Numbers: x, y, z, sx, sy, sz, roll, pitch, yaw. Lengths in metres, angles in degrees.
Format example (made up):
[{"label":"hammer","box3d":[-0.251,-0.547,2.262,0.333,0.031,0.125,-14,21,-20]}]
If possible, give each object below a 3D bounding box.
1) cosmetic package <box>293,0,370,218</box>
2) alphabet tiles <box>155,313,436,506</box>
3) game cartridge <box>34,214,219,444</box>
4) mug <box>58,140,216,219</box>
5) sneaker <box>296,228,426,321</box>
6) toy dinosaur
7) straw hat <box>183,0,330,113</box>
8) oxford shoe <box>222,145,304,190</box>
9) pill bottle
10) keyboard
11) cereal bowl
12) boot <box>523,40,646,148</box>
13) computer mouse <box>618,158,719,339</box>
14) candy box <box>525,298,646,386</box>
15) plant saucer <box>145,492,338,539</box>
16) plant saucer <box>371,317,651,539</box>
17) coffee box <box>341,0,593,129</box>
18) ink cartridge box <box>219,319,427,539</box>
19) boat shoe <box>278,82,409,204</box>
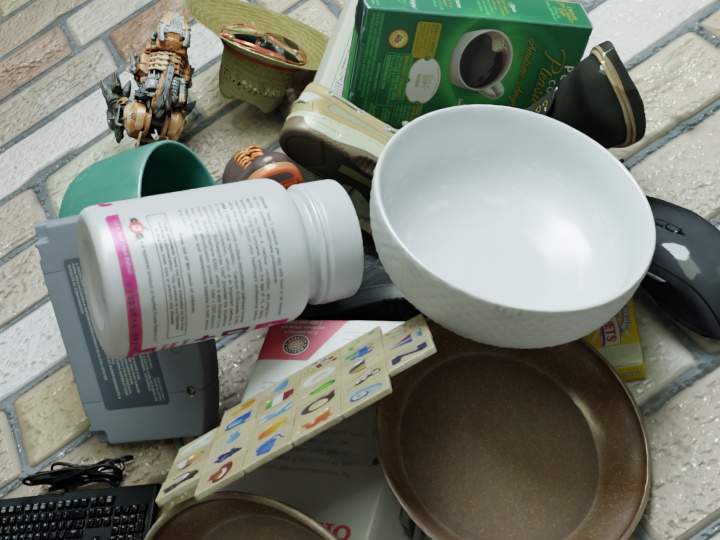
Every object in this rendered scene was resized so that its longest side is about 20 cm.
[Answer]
[{"label":"cosmetic package","box3d":[0.004,-0.162,1.001,0.073,0.103,0.201,-50,18,54]},{"label":"alphabet tiles","box3d":[-0.041,0.088,0.695,0.199,0.006,0.166,-29,9,3]},{"label":"game cartridge","box3d":[-0.191,0.046,0.892,0.132,0.202,0.042,-9,13,17]},{"label":"mug","box3d":[-0.207,-0.020,0.966,0.113,0.152,0.186,-13,47,22]},{"label":"sneaker","box3d":[0.001,0.002,0.906,0.198,0.060,0.105,-9,54,25]},{"label":"toy dinosaur","box3d":[-0.222,-0.166,1.103,0.201,0.102,0.136,-58,22,-1]},{"label":"straw hat","box3d":[-0.110,-0.216,1.123,0.201,0.199,0.086,46,124,44]},{"label":"oxford shoe","box3d":[-0.097,-0.077,0.930,0.071,0.200,0.073,-16,83,-17]},{"label":"pill bottle","box3d":[-0.105,-0.007,0.804,0.198,0.114,0.114,-12,41,-22]},{"label":"keyboard","box3d":[-0.262,0.204,0.887,0.198,0.040,0.105,-10,50,19]},{"label":"cereal bowl","box3d":[0.100,-0.022,0.748,0.198,0.084,0.201,6,47,-6]},{"label":"boot","box3d":[0.143,-0.106,0.843,0.137,0.200,0.078,-23,80,1]},{"label":"computer mouse","box3d":[0.200,-0.014,0.794,0.140,0.046,0.200,-28,52,-15]},{"label":"candy box","box3d":[0.163,0.005,0.844,0.101,0.027,0.201,-10,49,15]},{"label":"plant saucer","box3d":[-0.058,0.232,0.679,0.198,0.203,0.037,0,12,28]},{"label":"plant saucer","box3d":[0.100,0.117,0.724,0.198,0.037,0.202,7,55,-11]},{"label":"coffee box","box3d":[0.088,-0.177,0.912,0.198,0.124,0.044,1,43,-12]},{"label":"ink cartridge box","box3d":[-0.022,0.142,0.784,0.144,0.085,0.201,0,51,27]},{"label":"boat shoe","box3d":[0.031,-0.093,0.889,0.072,0.199,0.077,-32,31,55]}]
